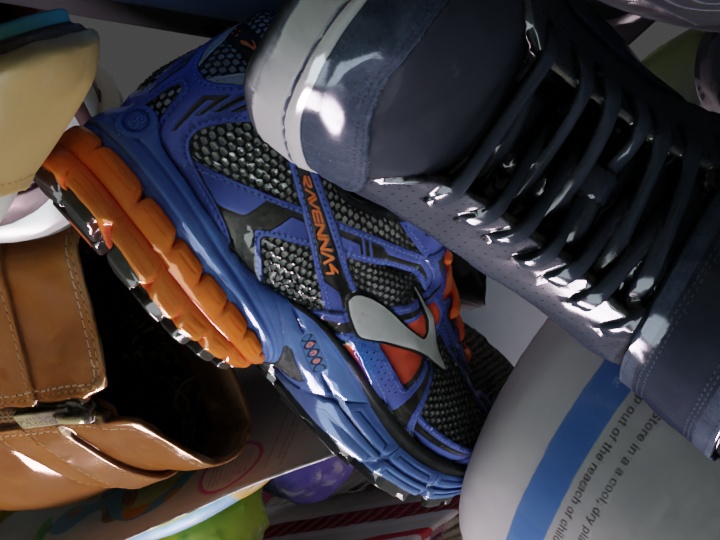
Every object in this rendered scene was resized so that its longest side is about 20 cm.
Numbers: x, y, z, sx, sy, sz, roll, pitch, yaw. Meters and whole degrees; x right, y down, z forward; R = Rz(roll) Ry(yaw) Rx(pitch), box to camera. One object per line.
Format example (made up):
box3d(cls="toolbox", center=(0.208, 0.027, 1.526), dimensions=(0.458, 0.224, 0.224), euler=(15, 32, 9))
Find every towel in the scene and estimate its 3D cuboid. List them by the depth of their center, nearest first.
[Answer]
box3d(cls="towel", center=(-0.020, 0.094, 0.996), dimensions=(0.144, 0.023, 0.200), euler=(-11, -173, 26))

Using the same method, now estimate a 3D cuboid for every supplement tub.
box3d(cls="supplement tub", center=(0.138, 0.080, 0.789), dimensions=(0.200, 0.132, 0.132), euler=(38, 177, 21))

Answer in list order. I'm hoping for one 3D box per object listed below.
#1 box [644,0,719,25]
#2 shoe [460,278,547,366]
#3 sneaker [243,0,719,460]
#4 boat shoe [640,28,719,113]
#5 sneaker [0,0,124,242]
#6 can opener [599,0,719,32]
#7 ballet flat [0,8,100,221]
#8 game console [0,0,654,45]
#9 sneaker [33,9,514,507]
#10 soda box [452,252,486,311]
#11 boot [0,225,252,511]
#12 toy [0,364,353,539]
box3d(cls="box", center=(0.098, -0.113, 0.410), dimensions=(0.200, 0.106, 0.122), euler=(-8, 162, 39))
box3d(cls="shoe", center=(0.033, 0.016, 1.007), dimensions=(0.091, 0.072, 0.200), euler=(-19, 170, -47))
box3d(cls="sneaker", center=(0.063, -0.013, 0.629), dimensions=(0.146, 0.077, 0.202), euler=(37, -176, 18))
box3d(cls="boat shoe", center=(0.119, -0.062, 0.707), dimensions=(0.067, 0.074, 0.200), euler=(44, 150, -22))
box3d(cls="sneaker", center=(-0.167, -0.061, 0.774), dimensions=(0.199, 0.076, 0.116), euler=(-2, 153, 6))
box3d(cls="can opener", center=(0.023, -0.110, 0.533), dimensions=(0.200, 0.079, 0.063), euler=(25, 164, -33))
box3d(cls="ballet flat", center=(-0.134, -0.009, 0.723), dimensions=(0.200, 0.063, 0.069), euler=(-16, -177, 35))
box3d(cls="game console", center=(-0.009, -0.091, 0.670), dimensions=(0.199, 0.031, 0.177), euler=(8, 165, -18))
box3d(cls="sneaker", center=(0.000, 0.000, 0.771), dimensions=(0.078, 0.075, 0.200), euler=(-45, 146, 4))
box3d(cls="soda box", center=(-0.050, -0.011, 0.918), dimensions=(0.071, 0.064, 0.200), euler=(16, 161, -39))
box3d(cls="boot", center=(-0.136, 0.002, 0.857), dimensions=(0.155, 0.077, 0.200), euler=(-6, 130, 46))
box3d(cls="toy", center=(-0.053, 0.068, 0.940), dimensions=(0.199, 0.115, 0.047), euler=(-20, 114, 25))
